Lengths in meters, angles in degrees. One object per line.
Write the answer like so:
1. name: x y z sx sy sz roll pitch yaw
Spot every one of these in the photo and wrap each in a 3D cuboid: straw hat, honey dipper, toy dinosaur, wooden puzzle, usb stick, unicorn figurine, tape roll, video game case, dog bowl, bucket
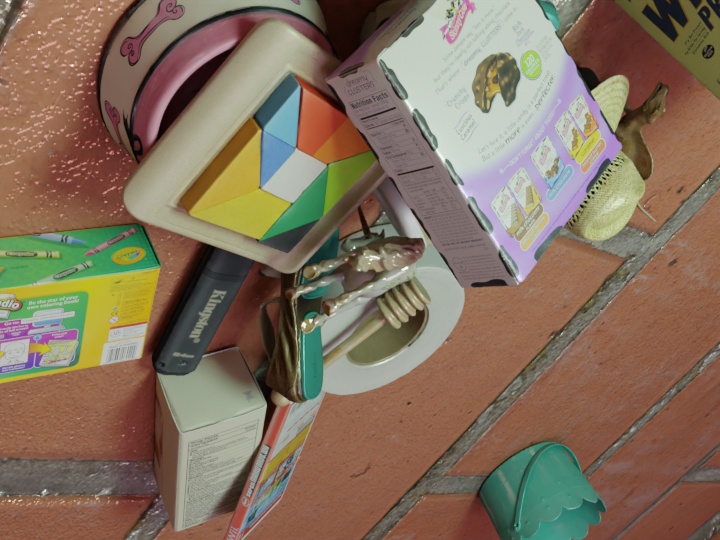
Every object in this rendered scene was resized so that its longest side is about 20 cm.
1. straw hat: 0.218 -0.076 0.909 0.200 0.085 0.202 -40 157 -20
2. honey dipper: -0.014 0.077 0.999 0.199 0.038 0.038 -38 145 13
3. toy dinosaur: 0.286 -0.131 1.052 0.057 0.102 0.201 -26 145 -10
4. wooden puzzle: -0.060 -0.081 0.760 0.185 0.037 0.199 -45 144 16
5. usb stick: -0.150 0.028 0.951 0.055 0.033 0.201 2 132 -41
6. unicorn figurine: 0.000 0.000 0.877 0.136 0.199 0.075 -26 105 -24
7. tape roll: 0.015 0.046 1.073 0.199 0.071 0.204 -22 144 -17
8. video game case: -0.092 0.209 1.124 0.203 0.017 0.143 -68 167 17
9. dog bowl: -0.100 -0.135 0.760 0.197 0.074 0.202 -21 143 -17
10. bucket: 0.314 0.407 1.691 0.204 0.136 0.209 -22 145 -16

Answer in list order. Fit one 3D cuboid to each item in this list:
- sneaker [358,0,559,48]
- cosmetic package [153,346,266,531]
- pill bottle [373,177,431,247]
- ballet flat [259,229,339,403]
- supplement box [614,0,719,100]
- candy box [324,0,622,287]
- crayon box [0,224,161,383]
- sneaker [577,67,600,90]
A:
1. sneaker: 0.094 -0.193 0.842 0.197 0.080 0.078 -17 142 -24
2. cosmetic package: -0.172 0.191 1.079 0.102 0.088 0.202 -13 141 -26
3. pill bottle: 0.105 -0.116 0.914 0.198 0.112 0.111 -33 146 -1
4. ballet flat: -0.067 0.029 0.965 0.068 0.071 0.205 -7 104 -62
5. supplement box: 0.376 -0.244 0.901 0.197 0.201 0.135 4 132 -41
6. candy box: 0.093 -0.119 0.743 0.168 0.071 0.201 -47 112 -28
7. crayon box: -0.279 0.032 0.828 0.197 0.059 0.120 -8 138 -32
8. sneaker: 0.213 -0.125 1.040 0.078 0.076 0.202 -17 134 -6
